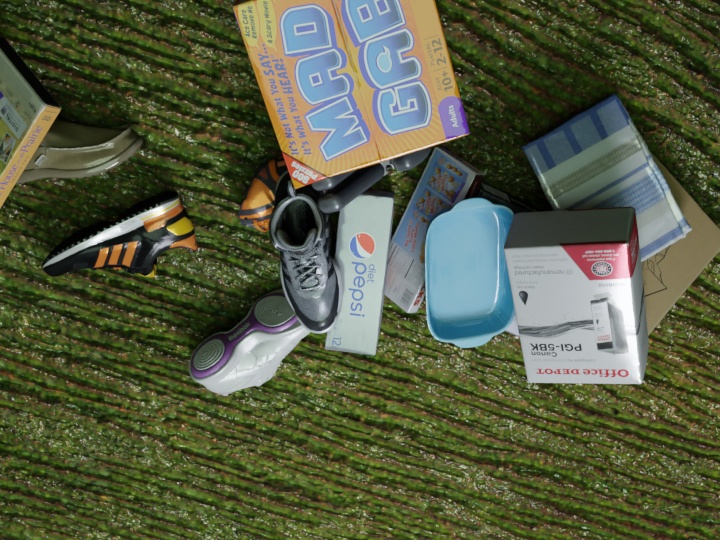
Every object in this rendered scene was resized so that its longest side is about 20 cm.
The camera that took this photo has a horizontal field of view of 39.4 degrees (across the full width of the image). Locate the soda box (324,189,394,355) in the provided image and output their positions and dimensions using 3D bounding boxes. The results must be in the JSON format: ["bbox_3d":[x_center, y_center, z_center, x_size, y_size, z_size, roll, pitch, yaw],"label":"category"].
[{"bbox_3d":[0.000,0.000,1.266,0.067,0.063,0.203,6,100,2],"label":"soda box"}]

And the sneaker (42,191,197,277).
[{"bbox_3d":[-0.300,-0.020,1.264,0.198,0.070,0.091,-25,108,6],"label":"sneaker"}]

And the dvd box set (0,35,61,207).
[{"bbox_3d":[-0.443,-0.155,1.179,0.146,0.029,0.201,46,109,26],"label":"dvd box set"}]

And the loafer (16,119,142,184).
[{"bbox_3d":[-0.361,-0.149,1.205,0.197,0.076,0.068,-11,116,3],"label":"loafer"}]

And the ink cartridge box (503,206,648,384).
[{"bbox_3d":[0.260,0.034,1.196,0.145,0.083,0.202,-2,122,22],"label":"ink cartridge box"}]

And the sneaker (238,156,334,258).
[{"bbox_3d":[-0.093,-0.044,1.267,0.110,0.078,0.203,-4,100,4],"label":"sneaker"}]

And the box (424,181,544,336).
[{"bbox_3d":[0.200,-0.005,1.303,0.198,0.051,0.159,24,110,-12],"label":"box"}]

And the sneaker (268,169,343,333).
[{"bbox_3d":[-0.067,-0.015,1.174,0.074,0.114,0.203,-8,100,4],"label":"sneaker"}]

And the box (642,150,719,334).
[{"bbox_3d":[0.351,-0.022,1.273,0.163,0.021,0.200,44,83,-11],"label":"box"}]

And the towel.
[{"bbox_3d":[0.303,-0.098,1.237,0.146,0.024,0.202,-30,93,-6],"label":"towel"}]

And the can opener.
[{"bbox_3d":[0.020,-0.127,1.172,0.066,0.200,0.054,-5,112,33],"label":"can opener"}]

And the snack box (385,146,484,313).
[{"bbox_3d":[0.082,-0.050,1.270,0.024,0.072,0.202,-1,122,-51],"label":"snack box"}]

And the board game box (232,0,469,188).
[{"bbox_3d":[-0.009,-0.240,1.114,0.197,0.200,0.202,-17,112,5],"label":"board game box"}]

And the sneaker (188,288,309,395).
[{"bbox_3d":[-0.128,0.095,1.332,0.199,0.075,0.100,-31,141,2],"label":"sneaker"}]

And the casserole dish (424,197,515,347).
[{"bbox_3d":[0.133,-0.001,1.243,0.119,0.039,0.202,-8,115,-10],"label":"casserole dish"}]
